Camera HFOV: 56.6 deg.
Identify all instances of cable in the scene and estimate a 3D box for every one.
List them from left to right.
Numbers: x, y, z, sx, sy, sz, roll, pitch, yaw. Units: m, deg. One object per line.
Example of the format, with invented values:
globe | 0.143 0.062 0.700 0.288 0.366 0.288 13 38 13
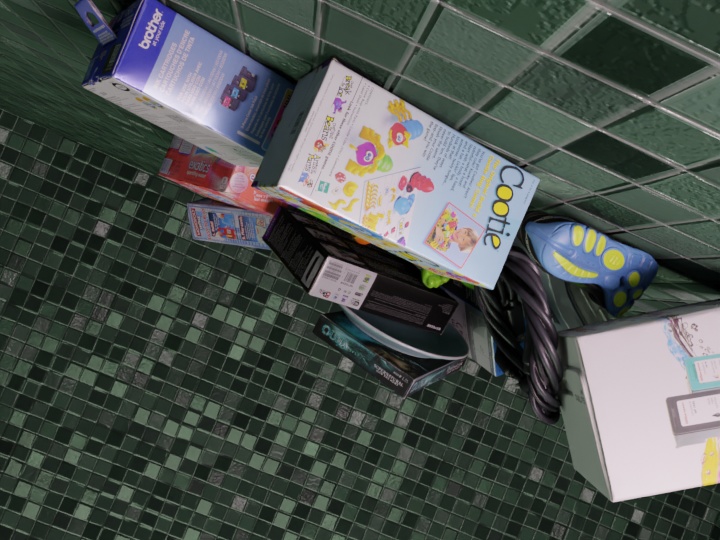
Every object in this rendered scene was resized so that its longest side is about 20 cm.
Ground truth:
cable | 0.159 0.062 0.680 0.163 0.051 0.200 -104 -1 -47

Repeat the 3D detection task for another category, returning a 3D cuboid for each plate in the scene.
plate | 0.041 0.060 0.827 0.200 0.026 0.200 26 -165 -7

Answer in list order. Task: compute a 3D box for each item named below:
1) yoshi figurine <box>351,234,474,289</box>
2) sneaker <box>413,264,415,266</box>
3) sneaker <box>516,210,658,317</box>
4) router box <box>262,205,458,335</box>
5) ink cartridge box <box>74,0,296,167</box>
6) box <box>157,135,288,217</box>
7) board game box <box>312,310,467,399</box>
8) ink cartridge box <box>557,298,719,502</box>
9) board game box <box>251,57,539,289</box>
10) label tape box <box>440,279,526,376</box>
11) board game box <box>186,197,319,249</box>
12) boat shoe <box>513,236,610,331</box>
yoshi figurine | 0.094 -0.037 0.749 0.200 0.112 0.112 19 171 -27
sneaker | 0.014 -0.006 0.979 0.073 0.112 0.200 -12 -108 -56
sneaker | 0.226 -0.013 0.664 0.199 0.071 0.083 23 -164 -38
router box | 0.000 0.000 0.796 0.200 0.051 0.149 20 -165 -35
ink cartridge box | -0.159 -0.166 0.596 0.200 0.076 0.136 23 177 -34
box | -0.172 -0.144 0.890 0.095 0.103 0.200 24 176 -42
board game box | 0.044 0.092 0.832 0.135 0.028 0.200 33 -165 21
ink cartridge box | 0.296 0.111 0.627 0.200 0.146 0.147 -12 174 4
board game box | 0.027 -0.074 0.561 0.200 0.105 0.103 25 177 -21
label tape box | 0.139 0.031 0.907 0.063 0.144 0.200 -23 -149 -21
board game box | -0.147 -0.091 1.017 0.199 0.062 0.200 2 -156 13
boat shoe | 0.240 0.006 0.756 0.202 0.086 0.075 56 169 -22
